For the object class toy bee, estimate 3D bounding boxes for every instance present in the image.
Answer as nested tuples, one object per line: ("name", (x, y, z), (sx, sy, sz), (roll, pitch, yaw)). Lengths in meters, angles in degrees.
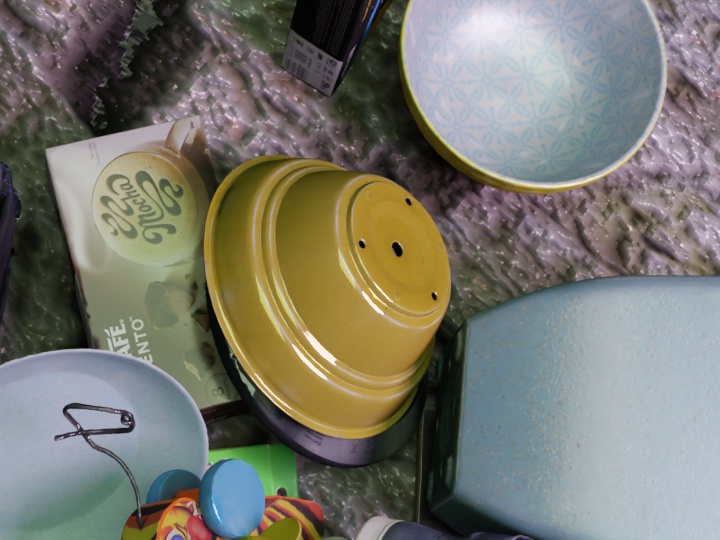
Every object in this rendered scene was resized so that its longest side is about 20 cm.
("toy bee", (-0.108, 0.169, 0.851), (0.198, 0.131, 0.110), (19, 62, -23))

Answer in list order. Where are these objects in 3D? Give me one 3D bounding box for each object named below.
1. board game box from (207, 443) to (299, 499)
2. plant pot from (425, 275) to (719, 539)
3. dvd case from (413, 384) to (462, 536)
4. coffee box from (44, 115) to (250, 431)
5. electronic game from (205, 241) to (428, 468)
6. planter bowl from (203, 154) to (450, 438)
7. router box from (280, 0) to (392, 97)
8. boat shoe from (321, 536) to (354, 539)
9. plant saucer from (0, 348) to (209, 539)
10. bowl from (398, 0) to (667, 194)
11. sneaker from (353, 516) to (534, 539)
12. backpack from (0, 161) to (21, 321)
("board game box", (-0.139, 0.176, 0.961), (0.197, 0.030, 0.097), (-5, 78, -9))
("plant pot", (0.150, 0.110, 0.936), (0.197, 0.196, 0.199), (7, 75, -5))
("dvd case", (0.110, 0.190, 1.011), (0.147, 0.016, 0.203), (6, 75, -11))
("coffee box", (-0.141, 0.009, 0.971), (0.112, 0.080, 0.202), (-13, 80, -14))
("electronic game", (-0.025, 0.037, 0.964), (0.199, 0.041, 0.202), (27, 50, -36))
("planter bowl", (0.000, 0.000, 0.914), (0.199, 0.083, 0.203), (27, 50, -36))
("router box", (0.009, -0.229, 0.995), (0.051, 0.200, 0.150), (31, 73, 0))
("boat shoe", (-0.006, 0.276, 0.898), (0.071, 0.066, 0.202), (-18, 61, 25))
("plant saucer", (-0.194, 0.122, 0.873), (0.199, 0.203, 0.039), (-18, 38, -15))
("bowl", (0.115, -0.142, 1.043), (0.197, 0.108, 0.203), (3, 77, -11))
("sneaker", (0.096, 0.234, 0.877), (0.203, 0.145, 0.077), (56, 46, -36))
("backpack", (-0.306, 0.003, 0.882), (0.166, 0.163, 0.201), (20, 46, -6))
